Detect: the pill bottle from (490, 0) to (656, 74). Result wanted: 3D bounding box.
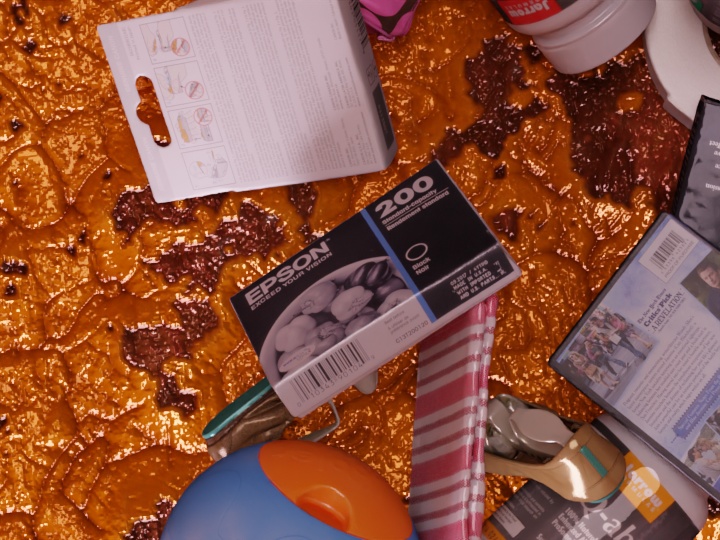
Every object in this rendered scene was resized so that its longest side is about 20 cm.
[{"bbox_3d":[0.133,-0.253,1.643,0.114,0.114,0.200,-40,116,-1],"label":"pill bottle"}]

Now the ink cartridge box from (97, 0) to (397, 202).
[{"bbox_3d":[-0.086,-0.146,1.693,0.199,0.057,0.163,-6,117,22],"label":"ink cartridge box"}]

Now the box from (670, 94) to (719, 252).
[{"bbox_3d":[0.304,-0.017,1.627,0.147,0.107,0.201,15,97,6],"label":"box"}]

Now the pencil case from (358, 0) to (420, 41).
[{"bbox_3d":[0.041,-0.276,1.709,0.093,0.091,0.201,32,89,-14],"label":"pencil case"}]

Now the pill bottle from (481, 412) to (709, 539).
[{"bbox_3d":[0.188,0.180,1.630,0.200,0.116,0.116,-43,82,0],"label":"pill bottle"}]

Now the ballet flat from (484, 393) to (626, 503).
[{"bbox_3d":[0.124,0.119,1.607,0.069,0.200,0.063,-49,117,-17],"label":"ballet flat"}]

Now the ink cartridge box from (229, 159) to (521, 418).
[{"bbox_3d":[0.000,0.000,1.634,0.198,0.200,0.043,-33,121,0],"label":"ink cartridge box"}]

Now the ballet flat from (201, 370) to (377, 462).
[{"bbox_3d":[-0.034,0.088,1.689,0.200,0.068,0.072,-45,102,-1],"label":"ballet flat"}]

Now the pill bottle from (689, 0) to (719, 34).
[{"bbox_3d":[0.292,-0.236,1.587,0.112,0.200,0.114,-1,83,5],"label":"pill bottle"}]

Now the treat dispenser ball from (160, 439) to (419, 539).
[{"bbox_3d":[-0.053,0.226,1.601,0.199,0.201,0.202,0,84,5],"label":"treat dispenser ball"}]

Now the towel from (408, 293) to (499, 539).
[{"bbox_3d":[0.071,0.125,1.620,0.030,0.146,0.201,7,79,-12],"label":"towel"}]

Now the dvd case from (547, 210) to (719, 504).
[{"bbox_3d":[0.254,0.073,1.563,0.200,0.018,0.143,39,98,12],"label":"dvd case"}]

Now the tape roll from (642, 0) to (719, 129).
[{"bbox_3d":[0.320,-0.192,1.699,0.201,0.037,0.204,0,84,4],"label":"tape roll"}]
